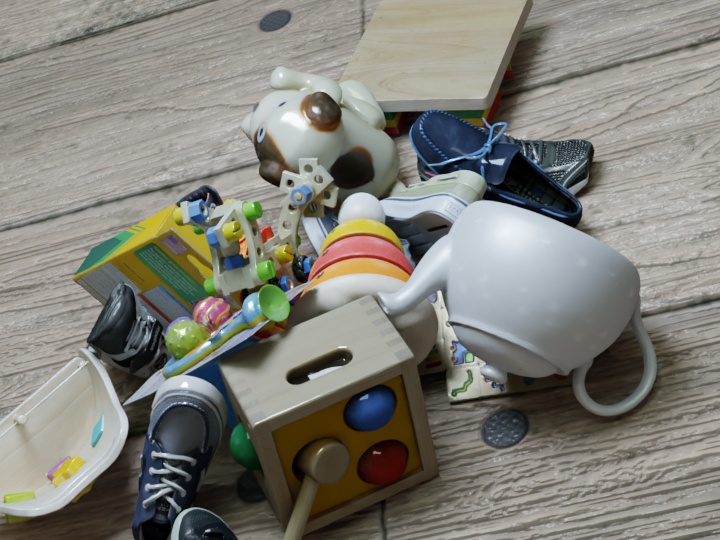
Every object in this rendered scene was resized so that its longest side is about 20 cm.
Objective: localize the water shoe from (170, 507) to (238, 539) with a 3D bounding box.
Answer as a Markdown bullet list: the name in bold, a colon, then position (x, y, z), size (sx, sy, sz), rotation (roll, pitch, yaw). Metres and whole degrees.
- **water shoe**: position (-0.110, 0.280, 1.310), size (0.071, 0.079, 0.200), rotation (3, 44, -31)

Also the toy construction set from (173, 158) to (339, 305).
- **toy construction set**: position (-0.096, -0.035, 1.472), size (0.092, 0.131, 0.200), rotation (-14, 12, 38)

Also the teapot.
- **teapot**: position (0.154, 0.036, 1.362), size (0.200, 0.197, 0.146), rotation (18, 82, 38)

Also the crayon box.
- **crayon box**: position (-0.197, 0.006, 1.558), size (0.200, 0.126, 0.052), rotation (-21, 32, 47)

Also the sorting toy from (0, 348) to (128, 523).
- **sorting toy**: position (-0.294, 0.184, 1.443), size (0.200, 0.107, 0.180), rotation (-42, 18, -18)

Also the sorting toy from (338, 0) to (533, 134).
- **sorting toy**: position (0.094, -0.244, 1.782), size (0.199, 0.070, 0.199), rotation (2, 47, 27)

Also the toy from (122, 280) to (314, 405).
- **toy**: position (-0.144, 0.055, 1.398), size (0.200, 0.047, 0.115), rotation (-24, 12, 42)

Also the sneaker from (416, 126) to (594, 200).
- **sneaker**: position (0.152, -0.116, 1.609), size (0.199, 0.086, 0.080), rotation (-10, 45, 14)

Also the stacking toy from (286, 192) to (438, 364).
- **stacking toy**: position (0.000, 0.000, 1.483), size (0.146, 0.146, 0.200), rotation (-14, 43, 11)

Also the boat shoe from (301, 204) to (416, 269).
- **boat shoe**: position (0.002, -0.019, 1.598), size (0.091, 0.071, 0.200), rotation (-26, 48, -3)

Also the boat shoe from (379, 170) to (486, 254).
- **boat shoe**: position (0.074, -0.062, 1.550), size (0.062, 0.072, 0.200), rotation (-52, 18, -17)

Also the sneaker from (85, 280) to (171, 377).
- **sneaker**: position (-0.232, 0.068, 1.533), size (0.088, 0.200, 0.074), rotation (30, 77, -3)

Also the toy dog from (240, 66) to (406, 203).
- **toy dog**: position (-0.050, -0.134, 1.630), size (0.140, 0.200, 0.194), rotation (-42, 69, 14)

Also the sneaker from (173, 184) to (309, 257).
- **sneaker**: position (-0.138, -0.028, 1.632), size (0.200, 0.112, 0.078), rotation (12, 53, 32)

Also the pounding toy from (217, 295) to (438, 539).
- **pounding toy**: position (-0.037, 0.165, 1.353), size (0.200, 0.184, 0.142), rotation (-23, 40, -12)

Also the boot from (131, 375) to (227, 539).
- **boot**: position (-0.171, 0.186, 1.382), size (0.073, 0.200, 0.091), rotation (12, 51, -2)

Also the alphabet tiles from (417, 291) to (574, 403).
- **alphabet tiles**: position (0.145, 0.042, 1.465), size (0.199, 0.006, 0.167), rotation (-10, 64, 15)

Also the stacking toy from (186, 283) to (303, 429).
- **stacking toy**: position (-0.081, 0.065, 1.523), size (0.116, 0.110, 0.200), rotation (-21, 26, 38)

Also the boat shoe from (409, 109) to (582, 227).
- **boat shoe**: position (0.148, -0.112, 1.538), size (0.200, 0.069, 0.084), rotation (28, 68, -7)
